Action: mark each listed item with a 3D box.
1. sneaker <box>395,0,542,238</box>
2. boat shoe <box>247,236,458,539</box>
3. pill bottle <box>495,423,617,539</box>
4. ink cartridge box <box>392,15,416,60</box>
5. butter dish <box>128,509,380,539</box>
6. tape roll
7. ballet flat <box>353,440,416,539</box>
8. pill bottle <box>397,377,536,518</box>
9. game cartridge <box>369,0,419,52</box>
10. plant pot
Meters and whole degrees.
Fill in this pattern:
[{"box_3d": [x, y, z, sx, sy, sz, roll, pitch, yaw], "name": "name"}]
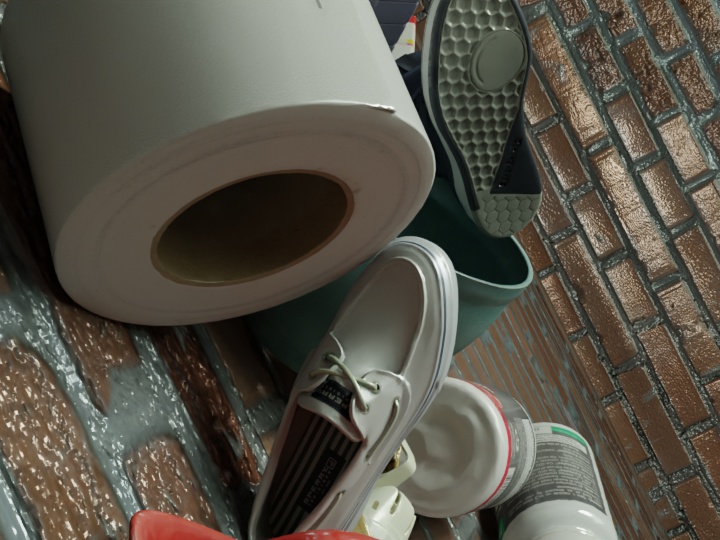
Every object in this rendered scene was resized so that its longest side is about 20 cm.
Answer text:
[{"box_3d": [0.053, -0.134, 0.755, 0.146, 0.076, 0.203, 54, -15, 43], "name": "sneaker"}, {"box_3d": [-0.003, 0.076, 0.632, 0.073, 0.202, 0.067, 22, 6, 24], "name": "boat shoe"}, {"box_3d": [0.192, 0.251, 1.119, 0.114, 0.113, 0.200, 57, 14, -21], "name": "pill bottle"}, {"box_3d": [0.009, -0.145, 0.951, 0.201, 0.067, 0.117, -82, 177, -57], "name": "ink cartridge box"}, {"box_3d": [0.009, 0.195, 0.504, 0.199, 0.147, 0.201, 45, 22, -54], "name": "butter dish"}, {"box_3d": [-0.076, -0.078, 0.594, 0.203, 0.202, 0.140, 36, 30, -62], "name": "tape roll"}, {"box_3d": [0.007, 0.150, 0.758, 0.069, 0.063, 0.200, 58, 15, -27], "name": "ballet flat"}, {"box_3d": [0.090, 0.151, 0.967, 0.111, 0.110, 0.200, 66, 14, 15], "name": "pill bottle"}, {"box_3d": [-0.068, -0.149, 0.703, 0.130, 0.198, 0.039, 119, -40, -51], "name": "game cartridge"}, {"box_3d": [0.000, 0.000, 0.781, 0.199, 0.135, 0.201, 29, 21, -13], "name": "plant pot"}]
